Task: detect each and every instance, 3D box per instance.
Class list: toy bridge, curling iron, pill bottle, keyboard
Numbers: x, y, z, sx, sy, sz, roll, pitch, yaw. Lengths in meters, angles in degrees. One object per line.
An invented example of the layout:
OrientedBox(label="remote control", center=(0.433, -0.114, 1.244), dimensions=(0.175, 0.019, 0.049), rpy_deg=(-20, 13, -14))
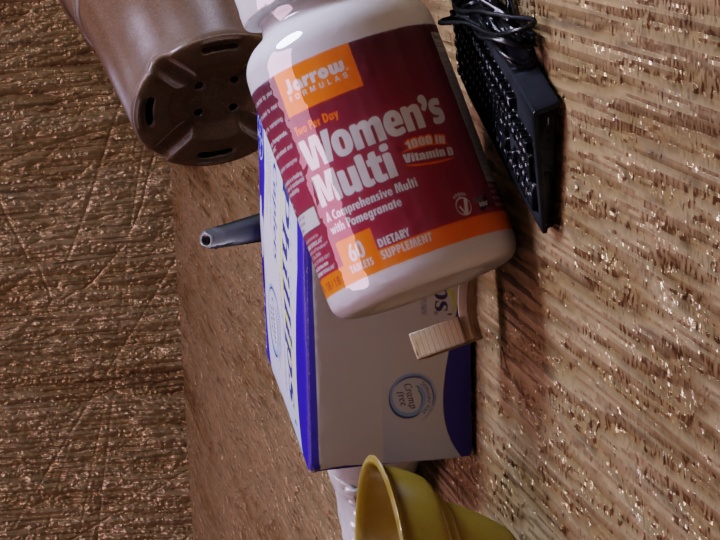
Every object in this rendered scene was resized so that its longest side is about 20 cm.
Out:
OrientedBox(label="toy bridge", center=(0.034, -0.054, 1.471), dimensions=(0.027, 0.067, 0.200), rpy_deg=(8, -116, -72))
OrientedBox(label="curling iron", center=(-0.047, -0.034, 1.753), dimensions=(0.200, 0.049, 0.026), rpy_deg=(-22, -77, -57))
OrientedBox(label="pill bottle", center=(0.003, -0.083, 1.407), dimensions=(0.110, 0.109, 0.200), rpy_deg=(133, 117, -78))
OrientedBox(label="keyboard", center=(0.064, -0.103, 1.370), dimensions=(0.200, 0.040, 0.104), rpy_deg=(-114, 21, -62))

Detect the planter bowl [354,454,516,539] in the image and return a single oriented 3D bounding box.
OrientedBox(label="planter bowl", center=(0.053, 0.199, 1.440), dimensions=(0.200, 0.083, 0.201), rpy_deg=(175, 90, -81))

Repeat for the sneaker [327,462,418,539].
OrientedBox(label="sneaker", center=(0.016, 0.164, 1.726), dimensions=(0.200, 0.073, 0.116), rpy_deg=(81, 180, -73))

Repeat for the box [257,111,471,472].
OrientedBox(label="box", center=(0.000, 0.000, 1.617), dimensions=(0.200, 0.105, 0.184), rpy_deg=(-118, 24, -67))

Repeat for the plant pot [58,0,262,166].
OrientedBox(label="plant pot", center=(-0.146, -0.210, 2.225), dimensions=(0.201, 0.200, 0.198), rpy_deg=(95, 159, -45))
